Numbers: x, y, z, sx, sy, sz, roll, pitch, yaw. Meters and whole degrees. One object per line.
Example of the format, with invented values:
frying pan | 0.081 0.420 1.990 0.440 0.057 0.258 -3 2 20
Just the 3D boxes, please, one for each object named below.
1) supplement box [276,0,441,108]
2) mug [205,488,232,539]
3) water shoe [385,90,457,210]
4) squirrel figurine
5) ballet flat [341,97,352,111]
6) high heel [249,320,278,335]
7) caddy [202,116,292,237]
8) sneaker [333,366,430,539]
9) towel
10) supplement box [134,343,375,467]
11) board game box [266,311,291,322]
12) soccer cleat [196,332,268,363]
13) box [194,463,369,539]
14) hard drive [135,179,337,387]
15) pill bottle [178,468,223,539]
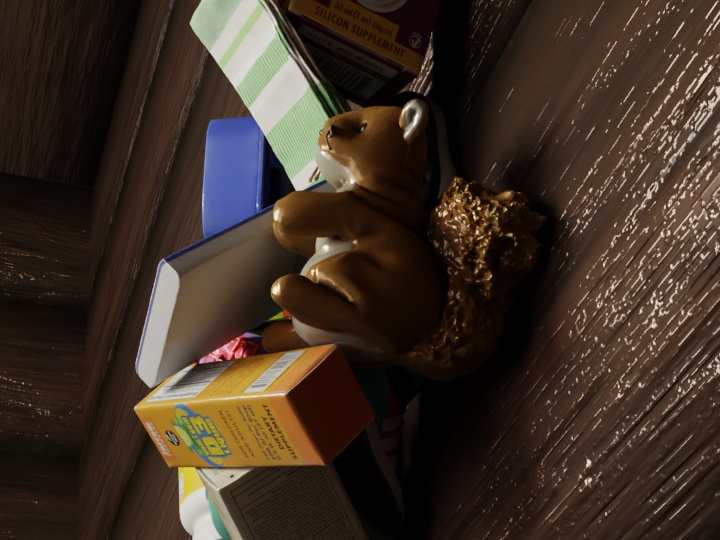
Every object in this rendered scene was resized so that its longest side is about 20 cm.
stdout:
supplement box | 0.005 -0.266 1.034 0.103 0.130 0.202 -30 41 64
mug | -0.078 0.200 1.077 0.152 0.113 0.187 -60 -15 -60
water shoe | 0.032 -0.108 1.010 0.072 0.078 0.201 -58 26 26
squirrel figurine | 0.032 -0.025 0.857 0.142 0.198 0.189 92 -169 -68
ballet flat | -0.025 -0.121 1.073 0.070 0.201 0.071 -32 16 10
high heel | -0.096 0.088 1.205 0.200 0.141 0.072 146 118 -64
caddy | -0.139 -0.104 1.480 0.142 0.104 0.202 87 -176 -70
sneaker | 0.016 0.125 0.979 0.121 0.083 0.201 -51 -39 -39
towel | -0.075 -0.160 1.001 0.201 0.023 0.152 56 156 -1
supplement box | -0.085 0.107 0.877 0.199 0.069 0.067 -11 113 49
board game box | -0.088 0.022 1.156 0.200 0.100 0.048 -20 -81 -84
soccer cleat | -0.101 0.080 0.991 0.068 0.073 0.200 -41 9 -24
box | -0.044 0.226 0.932 0.078 0.094 0.202 15 130 67
hard drive | -0.087 0.004 0.931 0.025 0.199 0.133 42 137 20
pill bottle | -0.158 0.246 1.368 0.113 0.111 0.201 117 153 -42
